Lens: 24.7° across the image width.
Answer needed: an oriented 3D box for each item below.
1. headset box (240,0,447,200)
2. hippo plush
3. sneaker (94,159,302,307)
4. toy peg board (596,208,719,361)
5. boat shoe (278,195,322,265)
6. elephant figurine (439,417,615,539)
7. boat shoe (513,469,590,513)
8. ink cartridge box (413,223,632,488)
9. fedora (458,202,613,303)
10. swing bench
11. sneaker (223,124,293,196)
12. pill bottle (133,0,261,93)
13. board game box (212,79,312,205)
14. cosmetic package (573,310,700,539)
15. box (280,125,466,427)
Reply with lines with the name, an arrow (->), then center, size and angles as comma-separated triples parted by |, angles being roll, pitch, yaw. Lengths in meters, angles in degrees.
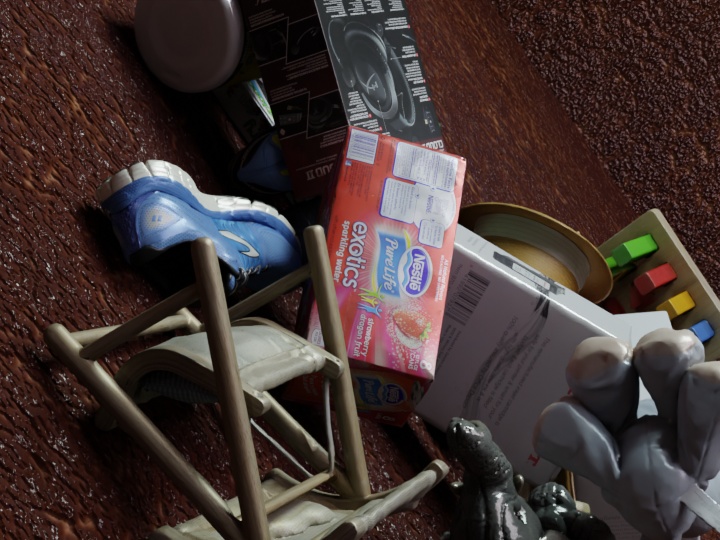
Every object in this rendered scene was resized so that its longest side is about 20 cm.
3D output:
headset box -> -0.009, -0.154, 1.399 | 0.149, 0.077, 0.201 | -21, 97, -56
hippo plush -> 0.248, 0.141, 1.274 | 0.200, 0.159, 0.161 | 51, 11, 28
sneaker -> -0.111, -0.007, 1.192 | 0.200, 0.078, 0.090 | 21, 48, -51
toy peg board -> 0.333, 0.063, 2.063 | 0.098, 0.200, 0.200 | -17, 73, -54
boat shoe -> 0.000, 0.000, 1.459 | 0.200, 0.069, 0.084 | 32, 28, -52
elephant figurine -> 0.106, 0.218, 1.239 | 0.155, 0.142, 0.200 | 46, 6, 23
boat shoe -> 0.164, 0.221, 1.432 | 0.076, 0.074, 0.201 | 26, 47, -53
ink cartridge box -> 0.109, 0.066, 1.385 | 0.199, 0.146, 0.083 | 31, 14, 5
fedora -> 0.182, 0.005, 1.863 | 0.201, 0.200, 0.082 | 44, 59, -31
swing bench -> -0.063, 0.090, 1.028 | 0.201, 0.129, 0.199 | 62, 17, 6
sneaker -> -0.054, -0.110, 1.463 | 0.199, 0.082, 0.071 | -29, 105, -57
pill bottle -> -0.099, -0.225, 1.461 | 0.112, 0.111, 0.200 | 56, 34, 5
board game box -> -0.087, -0.154, 1.571 | 0.200, 0.035, 0.126 | 55, 19, 0
cosmetic package -> 0.254, 0.173, 1.586 | 0.200, 0.122, 0.201 | -85, 168, -64
box -> 0.011, 0.005, 1.251 | 0.099, 0.096, 0.201 | 14, 59, -7
